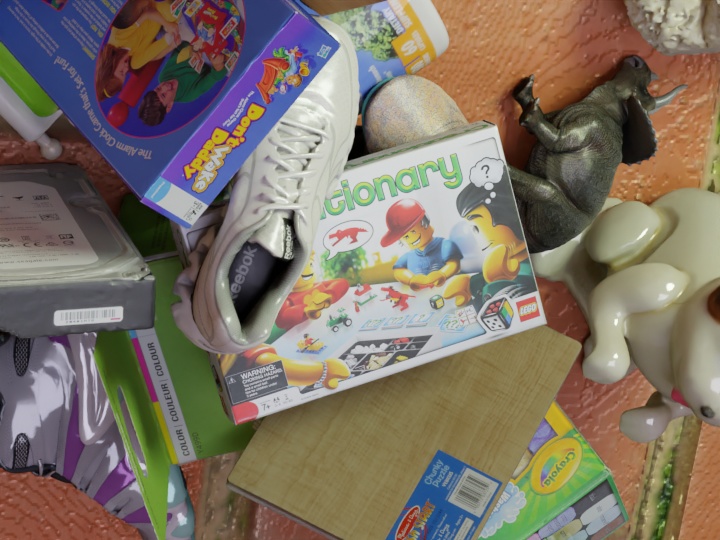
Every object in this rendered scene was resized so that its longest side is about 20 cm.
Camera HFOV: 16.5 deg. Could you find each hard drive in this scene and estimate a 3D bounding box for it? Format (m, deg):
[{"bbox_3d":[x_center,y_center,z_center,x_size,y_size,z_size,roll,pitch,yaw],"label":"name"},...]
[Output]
[{"bbox_3d":[-0.209,-0.014,1.455,0.140,0.200,0.038,-3,111,-18],"label":"hard drive"}]

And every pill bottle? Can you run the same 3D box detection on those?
[{"bbox_3d":[-0.055,-0.122,1.514,0.200,0.112,0.112,-37,120,-2],"label":"pill bottle"}]

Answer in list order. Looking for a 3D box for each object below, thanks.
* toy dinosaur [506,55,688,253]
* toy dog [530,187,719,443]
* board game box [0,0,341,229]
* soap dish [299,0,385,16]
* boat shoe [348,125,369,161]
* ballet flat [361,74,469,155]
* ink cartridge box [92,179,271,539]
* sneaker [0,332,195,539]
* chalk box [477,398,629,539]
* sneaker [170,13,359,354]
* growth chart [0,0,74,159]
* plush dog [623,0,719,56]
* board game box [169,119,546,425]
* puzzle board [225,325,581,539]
[{"bbox_3d":[0.127,-0.060,1.629,0.102,0.077,0.200,32,95,-15],"label":"toy dinosaur"},{"bbox_3d":[0.231,0.035,1.637,0.194,0.200,0.140,-25,119,-8],"label":"toy dog"},{"bbox_3d":[-0.117,-0.135,1.415,0.134,0.200,0.045,-49,139,7],"label":"board game box"},{"bbox_3d":[-0.028,-0.249,1.417,0.157,0.200,0.081,38,130,-16],"label":"soap dish"},{"bbox_3d":[-0.022,-0.011,1.552,0.060,0.074,0.200,50,51,-24],"label":"boat shoe"},{"bbox_3d":[0.062,-0.048,1.541,0.068,0.067,0.200,-47,144,-9],"label":"ballet flat"},{"bbox_3d":[-0.101,0.055,1.518,0.076,0.200,0.148,-12,118,6],"label":"ink cartridge box"},{"bbox_3d":[-0.194,0.120,1.597,0.140,0.078,0.200,-22,109,-8],"label":"sneaker"},{"bbox_3d":[0.089,0.142,1.616,0.124,0.200,0.124,-35,156,-2],"label":"chalk box"},{"bbox_3d":[-0.044,-0.045,1.393,0.075,0.081,0.200,17,91,-13],"label":"sneaker"},{"bbox_3d":[-0.166,-0.173,1.506,0.145,0.018,0.200,38,97,-30],"label":"growth chart"},{"bbox_3d":[0.277,-0.231,1.585,0.200,0.160,0.172,-2,87,-21],"label":"plush dog"},{"bbox_3d":[0.000,0.000,1.469,0.200,0.035,0.126,-18,103,-11],"label":"board game box"},{"bbox_3d":[0.029,0.090,1.542,0.200,0.151,0.017,-58,169,-31],"label":"puzzle board"}]
